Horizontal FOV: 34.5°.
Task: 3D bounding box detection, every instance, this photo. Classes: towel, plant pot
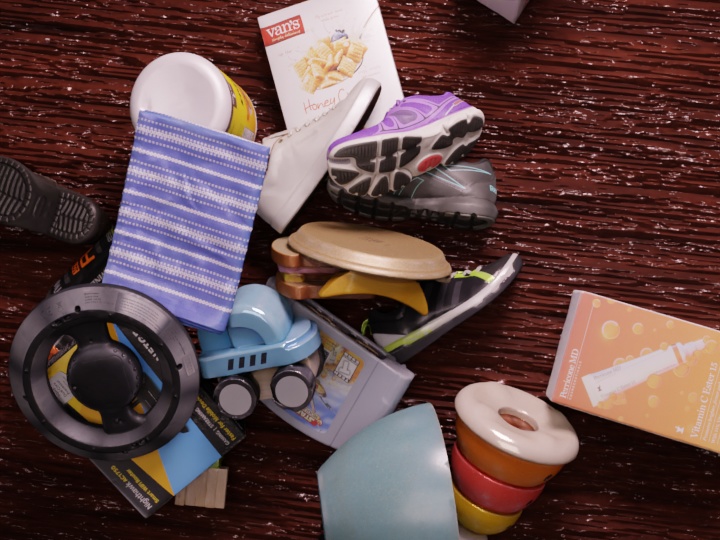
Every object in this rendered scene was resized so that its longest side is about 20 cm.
[{"bbox_3d":[-0.181,-0.047,1.173,0.142,0.024,0.203,17,103,7],"label":"towel"},{"bbox_3d":[0.024,0.252,1.237,0.132,0.200,0.204,-8,88,-3],"label":"plant pot"}]

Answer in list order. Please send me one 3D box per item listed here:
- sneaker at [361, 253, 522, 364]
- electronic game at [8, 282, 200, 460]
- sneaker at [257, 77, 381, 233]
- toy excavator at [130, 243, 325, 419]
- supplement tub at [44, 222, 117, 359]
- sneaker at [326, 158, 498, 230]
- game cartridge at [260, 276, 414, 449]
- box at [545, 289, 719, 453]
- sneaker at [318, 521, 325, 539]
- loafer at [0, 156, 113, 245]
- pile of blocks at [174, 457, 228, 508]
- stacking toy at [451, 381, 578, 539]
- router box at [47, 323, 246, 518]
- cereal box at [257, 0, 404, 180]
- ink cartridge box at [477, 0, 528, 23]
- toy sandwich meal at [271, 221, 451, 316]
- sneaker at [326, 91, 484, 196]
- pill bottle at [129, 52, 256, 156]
[{"bbox_3d":[0.089,0.026,1.309,0.198,0.072,0.083,-34,85,4],"label":"sneaker"},{"bbox_3d":[-0.264,0.107,1.199,0.196,0.042,0.203,0,113,0],"label":"electronic game"},{"bbox_3d":[-0.059,-0.144,1.286,0.084,0.073,0.201,39,96,3],"label":"sneaker"},{"bbox_3d":[-0.145,0.048,1.237,0.191,0.100,0.203,-10,107,11],"label":"toy excavator"},{"bbox_3d":[-0.272,0.027,1.318,0.200,0.123,0.123,-44,85,2],"label":"supplement tub"},{"bbox_3d":[0.060,-0.097,1.323,0.196,0.075,0.081,7,77,-1],"label":"sneaker"},{"bbox_3d":[-0.051,0.116,1.317,0.198,0.041,0.134,33,107,10],"label":"game cartridge"},{"bbox_3d":[0.315,0.109,1.272,0.197,0.097,0.127,16,91,6],"label":"box"},{"bbox_3d":[0.009,0.363,1.321,0.085,0.074,0.204,-16,90,-11],"label":"sneaker"},{"bbox_3d":[-0.371,-0.071,1.355,0.198,0.071,0.074,25,87,25],"label":"loafer"},{"bbox_3d":[-0.197,0.175,1.341,0.081,0.062,0.203,-18,95,2],"label":"pile of blocks"},{"bbox_3d":[0.145,0.240,1.291,0.144,0.146,0.203,22,110,6],"label":"stacking toy"},{"bbox_3d":[-0.242,0.147,1.263,0.149,0.051,0.201,-39,106,4],"label":"router box"},{"bbox_3d":[-0.026,-0.215,1.340,0.141,0.040,0.204,-17,88,6],"label":"cereal box"},{"bbox_3d":[0.193,-0.390,1.269,0.085,0.146,0.202,32,92,3],"label":"ink cartridge box"},{"bbox_3d":[0.000,0.000,1.263,0.201,0.205,0.072,12,102,5],"label":"toy sandwich meal"},{"bbox_3d":[0.041,-0.144,1.267,0.198,0.082,0.084,-20,50,-31],"label":"sneaker"},{"bbox_3d":[-0.175,-0.167,1.273,0.107,0.200,0.112,0,89,5],"label":"pill bottle"}]
